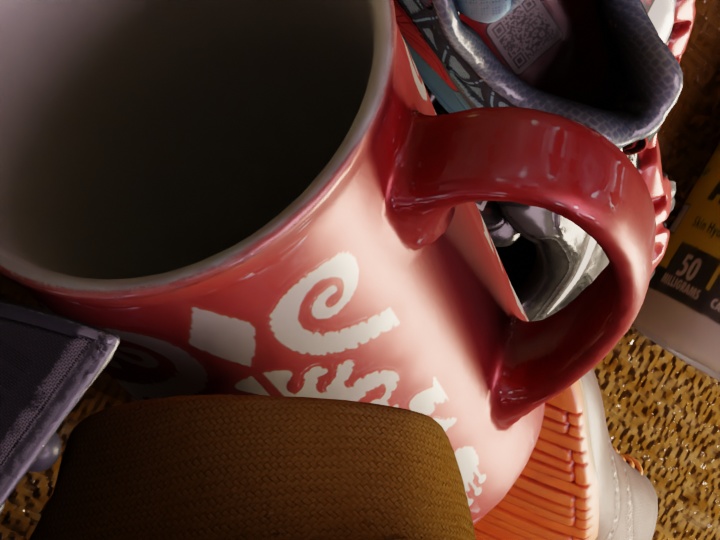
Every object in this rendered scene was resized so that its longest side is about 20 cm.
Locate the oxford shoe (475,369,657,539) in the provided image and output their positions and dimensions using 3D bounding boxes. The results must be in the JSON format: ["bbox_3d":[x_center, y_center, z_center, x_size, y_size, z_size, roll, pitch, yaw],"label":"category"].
[{"bbox_3d":[0.069,0.079,1.063,0.073,0.071,0.200,-47,151,-33],"label":"oxford shoe"}]

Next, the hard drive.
[{"bbox_3d":[-0.120,0.069,0.735,0.135,0.042,0.200,-55,-176,-14],"label":"hard drive"}]

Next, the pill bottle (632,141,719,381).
[{"bbox_3d":[0.192,-0.041,1.080,0.111,0.111,0.200,31,89,-53],"label":"pill bottle"}]

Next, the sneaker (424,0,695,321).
[{"bbox_3d":[0.057,-0.062,0.940,0.098,0.071,0.201,-30,136,-37],"label":"sneaker"}]

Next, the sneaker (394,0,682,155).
[{"bbox_3d":[0.027,-0.109,0.821,0.079,0.096,0.200,-48,119,-5],"label":"sneaker"}]

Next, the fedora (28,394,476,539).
[{"bbox_3d":[-0.031,0.079,0.767,0.201,0.200,0.082,17,63,-53],"label":"fedora"}]

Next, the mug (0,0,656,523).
[{"bbox_3d":[-0.009,0.007,0.833,0.133,0.177,0.200,-48,146,-12],"label":"mug"}]
